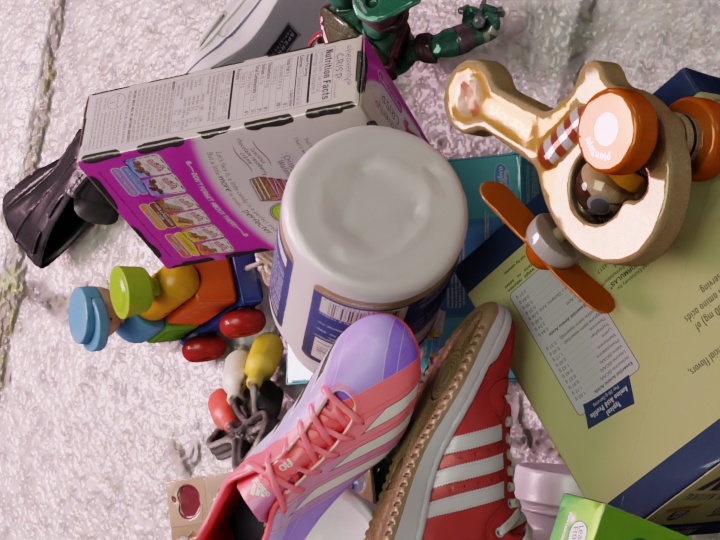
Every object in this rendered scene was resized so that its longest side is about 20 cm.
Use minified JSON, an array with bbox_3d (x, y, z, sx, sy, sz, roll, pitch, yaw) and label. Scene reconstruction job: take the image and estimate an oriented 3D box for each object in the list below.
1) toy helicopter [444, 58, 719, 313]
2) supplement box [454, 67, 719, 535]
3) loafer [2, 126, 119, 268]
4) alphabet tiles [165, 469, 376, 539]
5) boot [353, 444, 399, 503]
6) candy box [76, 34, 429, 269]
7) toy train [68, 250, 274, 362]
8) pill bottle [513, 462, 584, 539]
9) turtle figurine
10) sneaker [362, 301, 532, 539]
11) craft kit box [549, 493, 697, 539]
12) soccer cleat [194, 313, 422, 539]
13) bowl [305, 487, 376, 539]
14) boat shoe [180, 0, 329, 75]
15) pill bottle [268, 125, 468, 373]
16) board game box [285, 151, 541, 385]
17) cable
[{"bbox_3d":[0.112,-0.063,1.101,0.200,0.079,0.132,37,118,46],"label":"toy helicopter"},{"bbox_3d":[0.203,0.025,1.139,0.200,0.134,0.200,-42,63,28],"label":"supplement box"},{"bbox_3d":[-0.205,-0.070,1.500,0.200,0.068,0.070,-35,75,35],"label":"loafer"},{"bbox_3d":[-0.054,0.234,1.306,0.167,0.008,0.200,-11,81,28],"label":"alphabet tiles"},{"bbox_3d":[-0.007,0.187,1.325,0.198,0.073,0.163,3,91,30],"label":"boot"},{"bbox_3d":[-0.065,-0.074,1.257,0.200,0.136,0.061,-9,56,19],"label":"candy box"},{"bbox_3d":[-0.125,0.008,1.366,0.200,0.116,0.085,-32,67,57],"label":"toy train"},{"bbox_3d":[0.128,0.225,1.196,0.109,0.109,0.200,6,89,37],"label":"pill bottle"},{"bbox_3d":[0.017,-0.174,1.274,0.150,0.200,0.101,27,88,16],"label":"turtle figurine"},{"bbox_3d":[0.077,0.127,1.121,0.200,0.112,0.071,-68,10,-10],"label":"sneaker"},{"bbox_3d":[0.168,0.248,1.070,0.048,0.200,0.198,1,71,60],"label":"craft kit box"},{"bbox_3d":[-0.032,0.109,1.129,0.067,0.076,0.200,45,120,16],"label":"soccer cleat"},{"bbox_3d":[-0.018,0.228,1.218,0.201,0.090,0.201,-12,72,42],"label":"bowl"},{"bbox_3d":[-0.089,-0.146,1.379,0.065,0.074,0.200,11,52,49],"label":"boat shoe"},{"bbox_3d":[0.000,0.000,1.197,0.200,0.111,0.111,105,146,-67],"label":"pill bottle"},{"bbox_3d":[0.039,0.003,1.319,0.200,0.047,0.151,-3,85,37],"label":"board game box"},{"bbox_3d":[-0.088,0.105,1.340,0.050,0.200,0.097,37,103,-7],"label":"cable"}]
